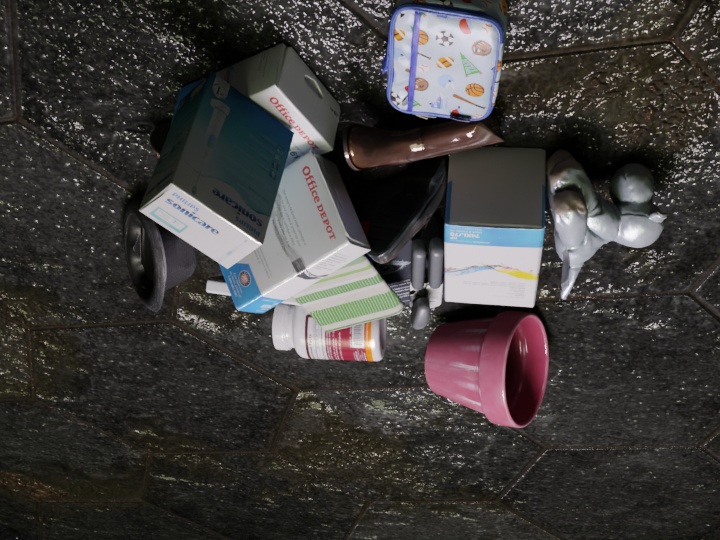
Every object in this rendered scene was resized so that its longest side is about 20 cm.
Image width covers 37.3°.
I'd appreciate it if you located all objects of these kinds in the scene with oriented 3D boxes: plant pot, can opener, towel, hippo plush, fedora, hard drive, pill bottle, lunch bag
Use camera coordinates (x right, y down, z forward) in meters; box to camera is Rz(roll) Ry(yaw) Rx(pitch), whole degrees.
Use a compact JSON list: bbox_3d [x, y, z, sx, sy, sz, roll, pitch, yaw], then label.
[{"bbox_3d":[0.220,0.168,1.911,0.176,0.203,0.201,5,149,32],"label":"plant pot"},{"bbox_3d":[0.102,0.020,1.618,0.051,0.068,0.201,-5,148,-2],"label":"can opener"},{"bbox_3d":[-0.031,0.029,1.622,0.150,0.024,0.200,-14,146,20],"label":"towel"},{"bbox_3d":[0.353,-0.082,1.520,0.157,0.204,0.159,-7,166,8],"label":"hippo plush"},{"bbox_3d":[-0.331,-0.033,1.787,0.090,0.203,0.201,-15,156,-27],"label":"fedora"},{"bbox_3d":[-0.153,0.035,1.850,0.196,0.027,0.132,8,-176,11],"label":"hard drive"},{"bbox_3d":[-0.055,0.103,1.927,0.196,0.115,0.114,2,146,11],"label":"pill bottle"},{"bbox_3d":[0.105,-0.278,1.379,0.157,0.077,0.202,9,145,4],"label":"lunch bag"}]

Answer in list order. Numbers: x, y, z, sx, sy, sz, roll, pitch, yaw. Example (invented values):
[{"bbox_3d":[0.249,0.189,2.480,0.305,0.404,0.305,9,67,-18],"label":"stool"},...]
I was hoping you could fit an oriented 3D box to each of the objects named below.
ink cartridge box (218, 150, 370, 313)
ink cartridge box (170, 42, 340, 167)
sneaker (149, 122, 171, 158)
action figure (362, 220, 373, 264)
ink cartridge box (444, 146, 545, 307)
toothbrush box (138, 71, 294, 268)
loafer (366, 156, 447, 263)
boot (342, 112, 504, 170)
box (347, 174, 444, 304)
[{"bbox_3d":[-0.104,-0.051,1.513,0.198,0.147,0.083,-29,163,18],"label":"ink cartridge box"},{"bbox_3d":[-0.147,-0.216,1.511,0.197,0.086,0.144,-17,138,31],"label":"ink cartridge box"},{"bbox_3d":[-0.244,-0.124,1.582,0.067,0.203,0.108,-33,143,4],"label":"sneaker"},{"bbox_3d":[0.000,0.000,1.640,0.064,0.053,0.201,0,148,9],"label":"action figure"},{"bbox_3d":[0.200,-0.063,1.601,0.143,0.149,0.202,3,145,7],"label":"ink cartridge box"},{"bbox_3d":[-0.183,-0.131,1.390,0.145,0.203,0.085,33,138,-27],"label":"toothbrush box"},{"bbox_3d":[0.077,-0.080,1.553,0.072,0.201,0.073,13,146,39],"label":"loafer"},{"bbox_3d":[0.091,-0.184,1.472,0.196,0.066,0.186,-6,-175,24],"label":"boot"},{"bbox_3d":[0.052,-0.041,1.702,0.146,0.106,0.200,-11,141,27],"label":"box"}]
